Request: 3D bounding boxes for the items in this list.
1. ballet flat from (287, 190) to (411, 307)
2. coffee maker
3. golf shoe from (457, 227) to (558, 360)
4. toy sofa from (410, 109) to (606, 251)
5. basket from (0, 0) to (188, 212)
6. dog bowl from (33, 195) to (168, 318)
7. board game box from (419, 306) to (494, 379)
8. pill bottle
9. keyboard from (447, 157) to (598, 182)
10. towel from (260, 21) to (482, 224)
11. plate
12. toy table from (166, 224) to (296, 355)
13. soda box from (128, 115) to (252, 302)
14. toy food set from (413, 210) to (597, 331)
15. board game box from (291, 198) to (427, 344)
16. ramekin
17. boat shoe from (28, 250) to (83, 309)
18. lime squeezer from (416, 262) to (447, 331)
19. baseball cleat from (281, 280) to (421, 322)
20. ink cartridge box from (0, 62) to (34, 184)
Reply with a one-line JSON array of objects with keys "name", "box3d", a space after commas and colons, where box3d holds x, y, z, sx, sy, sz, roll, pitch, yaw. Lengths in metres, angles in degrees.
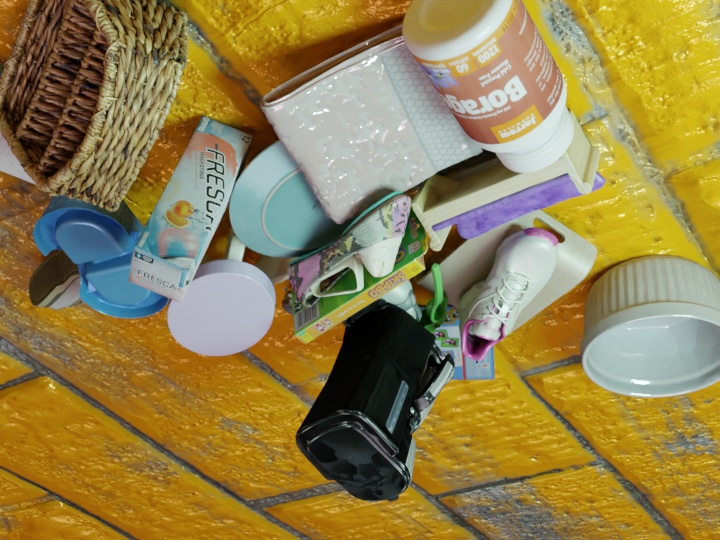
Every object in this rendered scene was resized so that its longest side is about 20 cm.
[{"name": "ballet flat", "box3d": [-0.005, -0.015, 1.225, 0.199, 0.072, 0.069, -32, 164, 37]}, {"name": "coffee maker", "box3d": [0.002, 0.145, 1.292, 0.191, 0.201, 0.135, 31, 130, -2]}, {"name": "golf shoe", "box3d": [0.175, 0.033, 1.284, 0.075, 0.092, 0.201, 23, 137, -6]}, {"name": "toy sofa", "box3d": [0.164, -0.085, 1.189, 0.198, 0.083, 0.098, -21, 113, 31]}, {"name": "basket", "box3d": [-0.269, -0.171, 1.046, 0.148, 0.144, 0.201, 20, 124, -24]}, {"name": "dog bowl", "box3d": [-0.295, -0.023, 1.260, 0.110, 0.050, 0.201, -12, 138, 15]}, {"name": "board game box", "box3d": [0.089, 0.105, 1.524, 0.197, 0.037, 0.152, -2, 145, 6]}, {"name": "pill bottle", "box3d": [0.132, -0.188, 1.046, 0.111, 0.113, 0.200, -16, 139, 26]}, {"name": "keyboard", "box3d": [0.169, -0.105, 1.235, 0.198, 0.011, 0.057, -21, 109, 30]}, {"name": "towel", "box3d": [0.018, -0.150, 1.132, 0.189, 0.032, 0.201, -26, 138, 6]}, {"name": "plate", "box3d": [-0.051, -0.080, 1.226, 0.198, 0.026, 0.201, -16, 140, -14]}, {"name": "toy table", "box3d": [-0.166, 0.010, 1.348, 0.182, 0.118, 0.200, 21, 142, -23]}, {"name": "soda box", "box3d": [-0.180, -0.069, 1.164, 0.063, 0.201, 0.069, 21, 144, -4]}, {"name": "toy food set", "box3d": [0.176, -0.008, 1.354, 0.143, 0.061, 0.200, 31, 136, -15]}, {"name": "board game box", "box3d": [0.000, 0.000, 1.276, 0.199, 0.096, 0.030, -35, 129, 25]}, {"name": "ramekin", "box3d": [0.379, 0.069, 1.389, 0.197, 0.106, 0.201, 3, 144, 2]}, {"name": "boat shoe", "box3d": [-0.343, -0.011, 1.385, 0.199, 0.076, 0.068, -29, 153, 35]}, {"name": "lime squeezer", "box3d": [0.084, 0.041, 1.387, 0.038, 0.071, 0.200, -31, 176, -23]}, {"name": "baseball cleat", "box3d": [-0.013, 0.057, 1.400, 0.198, 0.070, 0.107, -8, 116, 39]}, {"name": "ink cartridge box", "box3d": [-0.386, -0.163, 1.176, 0.198, 0.060, 0.104, 22, 140, -24]}]
